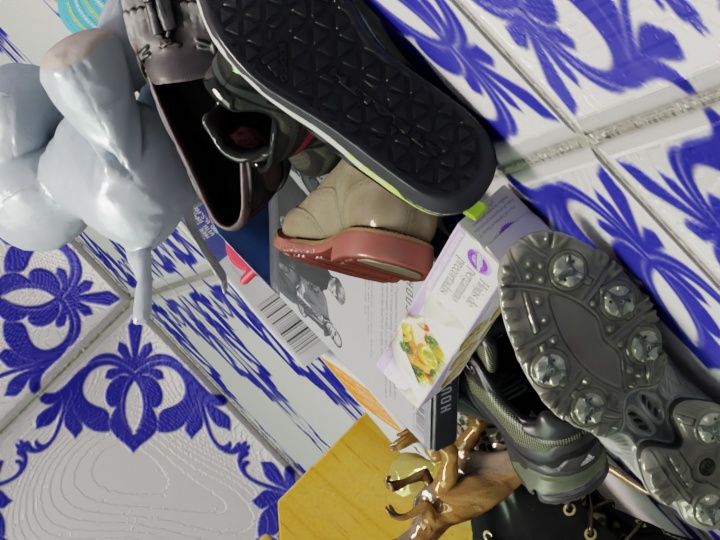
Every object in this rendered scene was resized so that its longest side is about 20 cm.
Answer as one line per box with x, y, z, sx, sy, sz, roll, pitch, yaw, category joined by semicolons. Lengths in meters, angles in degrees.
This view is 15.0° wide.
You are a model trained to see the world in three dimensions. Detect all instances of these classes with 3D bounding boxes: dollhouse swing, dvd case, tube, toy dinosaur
0.035;0.214;2.214;0.182;0.200;0.176;45;172;3;dollhouse swing
0.000;0.000;1.718;0.200;0.025;0.151;44;144;42;dvd case
-0.156;-0.186;1.810;0.077;0.051;0.200;40;168;-13;tube
0.079;0.129;1.748;0.107;0.199;0.060;54;-153;-12;toy dinosaur

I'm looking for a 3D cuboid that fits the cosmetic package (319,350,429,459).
0.060;0.110;2.046;0.200;0.071;0.101;50;170;-31;cosmetic package

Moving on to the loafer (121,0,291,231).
-0.094;-0.114;1.618;0.071;0.063;0.201;-5;127;25;loafer

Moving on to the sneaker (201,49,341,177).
-0.052;-0.096;1.562;0.077;0.084;0.200;44;175;19;sneaker

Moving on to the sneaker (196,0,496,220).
-0.012;-0.095;1.433;0.200;0.072;0.083;46;173;1;sneaker

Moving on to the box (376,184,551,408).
0.056;0.018;1.543;0.039;0.041;0.200;45;152;9;box

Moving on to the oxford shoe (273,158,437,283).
0.004;-0.035;1.608;0.070;0.075;0.200;15;176;-21;oxford shoe

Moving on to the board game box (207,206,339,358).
-0.049;0.002;1.907;0.200;0.039;0.158;45;-157;-4;board game box

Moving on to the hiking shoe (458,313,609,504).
0.085;0.050;1.701;0.200;0.075;0.101;42;151;32;hiking shoe

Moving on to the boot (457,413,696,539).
0.145;0.149;1.774;0.203;0.073;0.155;2;118;38;boot

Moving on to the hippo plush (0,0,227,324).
-0.162;-0.072;1.733;0.160;0.159;0.201;-11;97;43;hippo plush

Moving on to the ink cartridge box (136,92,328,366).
-0.105;-0.048;2.021;0.200;0.041;0.200;50;-173;-31;ink cartridge box

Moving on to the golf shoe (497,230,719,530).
0.130;0.054;1.451;0.200;0.078;0.097;50;176;-22;golf shoe

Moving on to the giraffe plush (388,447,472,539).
0.104;0.181;1.951;0.163;0.172;0.200;63;175;-2;giraffe plush

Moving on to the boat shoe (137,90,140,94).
-0.081;-0.082;1.840;0.070;0.070;0.200;33;166;51;boat shoe
